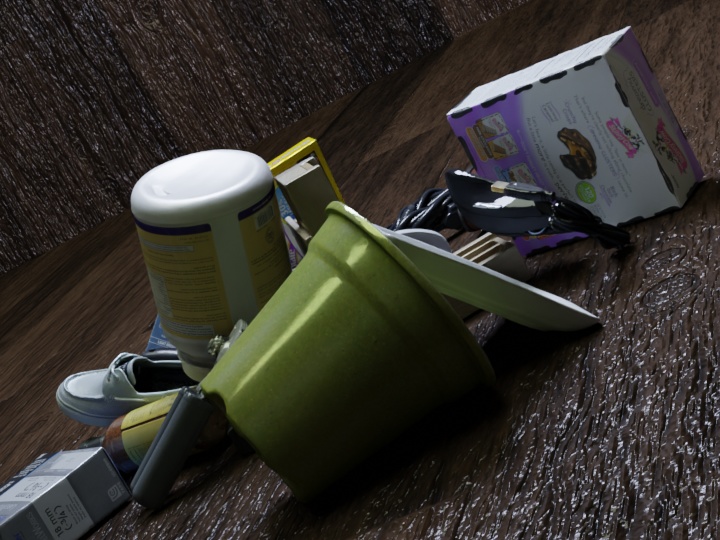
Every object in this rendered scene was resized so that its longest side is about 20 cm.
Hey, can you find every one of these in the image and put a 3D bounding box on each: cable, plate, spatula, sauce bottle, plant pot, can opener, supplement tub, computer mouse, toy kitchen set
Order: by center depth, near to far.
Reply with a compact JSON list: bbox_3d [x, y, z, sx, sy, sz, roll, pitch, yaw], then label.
[{"bbox_3d":[-0.024,0.079,1.236,0.184,0.201,0.200,-42,14,-8],"label":"plant pot"},{"bbox_3d":[0.087,0.006,1.322,0.200,0.197,0.033,-145,76,-76],"label":"plate"},{"bbox_3d":[0.141,-0.055,1.411,0.198,0.047,0.140,21,0,34],"label":"computer mouse"},{"bbox_3d":[-0.150,0.137,1.442,0.201,0.066,0.053,-58,13,-3],"label":"can opener"},{"bbox_3d":[0.030,-0.045,1.521,0.179,0.202,0.163,-29,13,-5],"label":"toy kitchen set"},{"bbox_3d":[-0.141,-0.004,1.527,0.143,0.202,0.146,-8,26,4],"label":"supplement tub"},{"bbox_3d":[-0.217,0.169,1.554,0.199,0.067,0.066,-20,15,41],"label":"sauce bottle"},{"bbox_3d":[-0.146,0.087,1.669,0.197,0.021,0.057,-7,16,12],"label":"spatula"},{"bbox_3d":[0.082,-0.069,1.858,0.199,0.051,0.163,-33,12,-10],"label":"cable"}]

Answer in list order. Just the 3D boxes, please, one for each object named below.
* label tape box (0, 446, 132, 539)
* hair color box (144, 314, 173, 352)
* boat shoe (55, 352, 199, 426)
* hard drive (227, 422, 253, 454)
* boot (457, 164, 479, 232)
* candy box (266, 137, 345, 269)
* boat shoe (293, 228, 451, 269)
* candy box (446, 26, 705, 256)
[{"bbox_3d":[-0.342,0.258,1.497,0.200,0.064,0.143,-38,14,-35],"label":"label tape box"},{"bbox_3d":[-0.197,0.017,1.826,0.100,0.060,0.202,126,162,-82],"label":"hair color box"},{"bbox_3d":[-0.231,0.118,1.603,0.198,0.072,0.070,1,39,14],"label":"boat shoe"},{"bbox_3d":[-0.066,0.109,1.525,0.138,0.033,0.200,-30,12,3],"label":"hard drive"},{"bbox_3d":[0.225,-0.108,1.716,0.198,0.069,0.188,-6,18,44],"label":"boot"},{"bbox_3d":[-0.053,-0.033,1.673,0.102,0.202,0.026,-33,25,-17],"label":"candy box"},{"bbox_3d":[0.000,0.000,1.651,0.198,0.072,0.070,-22,22,-12],"label":"boat shoe"},{"bbox_3d":[0.210,-0.123,1.496,0.199,0.169,0.072,-17,18,42],"label":"candy box"}]
